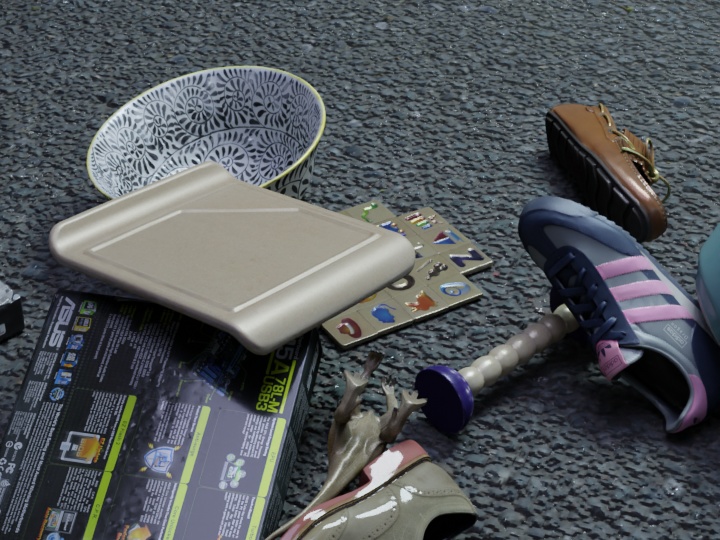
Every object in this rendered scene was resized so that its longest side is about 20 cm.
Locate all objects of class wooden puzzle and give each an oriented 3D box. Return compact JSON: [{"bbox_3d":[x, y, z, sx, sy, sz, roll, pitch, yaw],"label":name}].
[{"bbox_3d":[-0.089,-0.009,1.190,0.199,0.038,0.184,24,34,31],"label":"wooden puzzle"}]

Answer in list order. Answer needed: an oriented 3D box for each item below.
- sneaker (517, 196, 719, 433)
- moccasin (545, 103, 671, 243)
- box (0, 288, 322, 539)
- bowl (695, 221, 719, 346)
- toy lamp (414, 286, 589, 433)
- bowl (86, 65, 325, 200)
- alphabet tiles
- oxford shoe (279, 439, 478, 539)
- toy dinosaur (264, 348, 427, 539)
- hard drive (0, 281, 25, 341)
[{"bbox_3d":[0.183,0.031,1.215,0.200,0.070,0.082,41,51,5],"label":"sneaker"},{"bbox_3d":[0.222,-0.087,1.453,0.077,0.074,0.202,-14,26,-6],"label":"moccasin"},{"bbox_3d":[-0.138,0.114,1.119,0.191,0.048,0.202,7,57,9],"label":"box"},{"bbox_3d":[0.314,0.024,1.207,0.105,0.201,0.202,-37,25,24],"label":"bowl"},{"bbox_3d":[0.126,0.051,1.255,0.199,0.059,0.058,-28,42,-36],"label":"toy lamp"},{"bbox_3d":[-0.118,-0.075,1.397,0.198,0.095,0.202,-8,38,6],"label":"bowl"},{"bbox_3d":[0.000,0.000,1.378,0.198,0.006,0.166,-19,39,-26],"label":"alphabet tiles"},{"bbox_3d":[-0.003,0.183,1.054,0.075,0.071,0.200,36,53,21],"label":"oxford shoe"},{"bbox_3d":[-0.003,0.117,1.117,0.058,0.102,0.200,26,22,3],"label":"toy dinosaur"},{"bbox_3d":[-0.376,0.019,1.325,0.139,0.038,0.199,-28,42,-35],"label":"hard drive"}]
